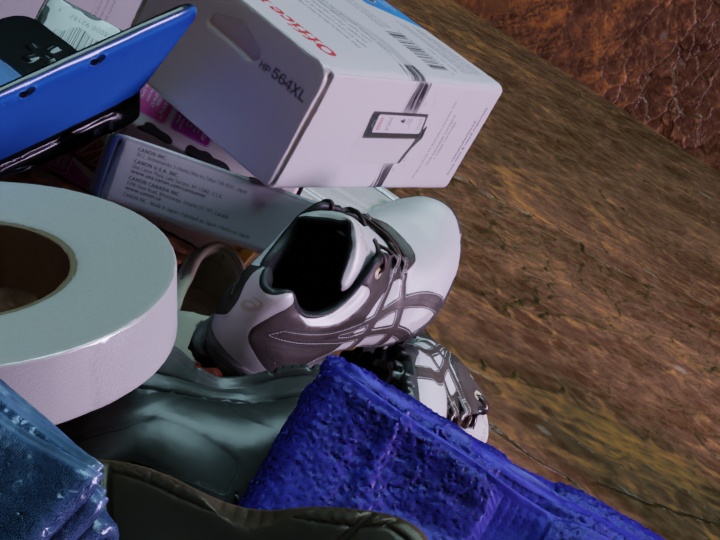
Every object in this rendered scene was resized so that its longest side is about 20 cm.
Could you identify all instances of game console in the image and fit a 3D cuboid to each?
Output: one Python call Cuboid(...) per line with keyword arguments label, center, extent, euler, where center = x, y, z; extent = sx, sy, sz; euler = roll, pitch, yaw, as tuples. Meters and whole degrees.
Cuboid(label="game console", center=(-0.216, -0.106, 0.987), extent=(0.200, 0.119, 0.171), euler=(-30, 54, -34))

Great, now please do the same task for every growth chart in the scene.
Cuboid(label="growth chart", center=(-0.034, -0.078, 1.555), extent=(0.145, 0.018, 0.200), euler=(36, 17, 22))

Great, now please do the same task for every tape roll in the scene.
Cuboid(label="tape roll", center=(-0.184, 0.013, 0.826), extent=(0.202, 0.037, 0.203), euler=(2, 26, -1))

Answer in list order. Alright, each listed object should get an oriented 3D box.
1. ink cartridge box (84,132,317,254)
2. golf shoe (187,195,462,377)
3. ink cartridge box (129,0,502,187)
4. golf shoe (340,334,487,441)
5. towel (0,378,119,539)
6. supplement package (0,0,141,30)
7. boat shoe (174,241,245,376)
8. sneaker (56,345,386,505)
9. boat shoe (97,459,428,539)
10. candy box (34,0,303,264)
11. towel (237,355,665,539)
Cuboid(label="ink cartridge box", center=(-0.068, -0.035, 1.116), extent=(0.200, 0.044, 0.174), euler=(19, 2, -13))
Cuboid(label="golf shoe", center=(0.000, 0.000, 0.963), extent=(0.078, 0.095, 0.200), euler=(42, 46, 13))
Cuboid(label="ink cartridge box", center=(-0.029, -0.123, 1.116), extent=(0.146, 0.084, 0.200), euler=(41, 23, 26))
Cuboid(label="golf shoe", center=(0.040, 0.083, 1.059), extent=(0.094, 0.078, 0.200), euler=(26, 17, -12))
Cuboid(label="towel", center=(-0.195, 0.066, 0.686), extent=(0.200, 0.112, 0.049), euler=(37, -23, 21))
Cuboid(label="supplement package", center=(-0.252, -0.227, 1.447), extent=(0.200, 0.117, 0.117), euler=(21, 18, -30))
Cuboid(label="boat shoe", center=(-0.086, 0.046, 1.005), extent=(0.071, 0.063, 0.200), euler=(27, 17, -16))
Cuboid(label="sneaker", center=(-0.060, 0.092, 0.875), extent=(0.200, 0.076, 0.091), euler=(8, 57, -18))
Cuboid(label="boat shoe", center=(-0.068, 0.132, 0.746), extent=(0.199, 0.072, 0.076), euler=(10, -30, 7))
Cuboid(label="candy box", center=(-0.139, -0.087, 1.197), extent=(0.200, 0.061, 0.136), euler=(26, -24, -8))
Cuboid(label="towel", center=(0.038, 0.139, 0.814), extent=(0.200, 0.148, 0.050), euler=(29, -27, 3))
